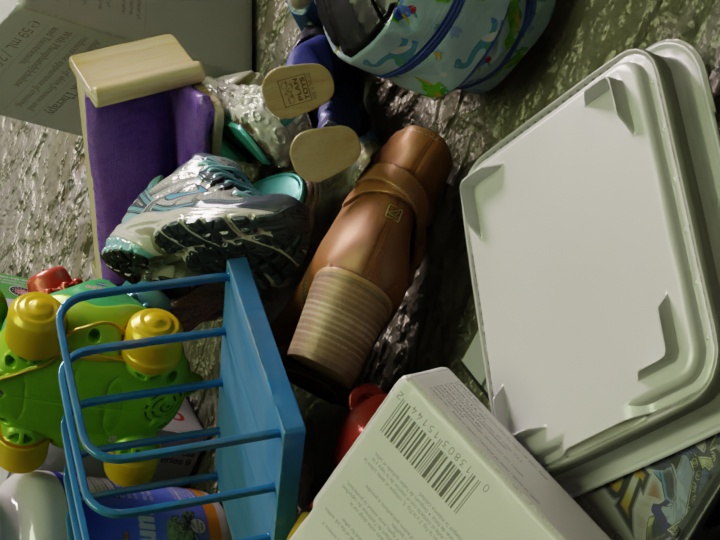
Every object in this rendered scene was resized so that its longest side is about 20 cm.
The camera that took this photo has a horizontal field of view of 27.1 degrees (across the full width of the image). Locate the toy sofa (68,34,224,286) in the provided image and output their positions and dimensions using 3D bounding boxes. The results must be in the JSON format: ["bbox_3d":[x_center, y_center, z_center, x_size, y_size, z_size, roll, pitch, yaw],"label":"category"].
[{"bbox_3d":[-0.152,-0.059,1.086,0.098,0.082,0.202,52,149,44],"label":"toy sofa"}]

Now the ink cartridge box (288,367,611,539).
[{"bbox_3d":[0.049,0.180,0.725,0.200,0.045,0.177,46,115,23],"label":"ink cartridge box"}]

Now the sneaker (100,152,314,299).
[{"bbox_3d":[-0.097,-0.041,0.966,0.199,0.077,0.087,-5,57,49],"label":"sneaker"}]

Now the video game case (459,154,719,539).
[{"bbox_3d":[0.140,0.029,0.743,0.182,0.025,0.200,-63,36,20],"label":"video game case"}]

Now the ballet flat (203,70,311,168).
[{"bbox_3d":[-0.081,-0.114,1.093,0.200,0.071,0.073,24,99,63],"label":"ballet flat"}]

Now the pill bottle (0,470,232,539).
[{"bbox_3d":[-0.197,0.199,1.033,0.112,0.198,0.114,-23,61,51],"label":"pill bottle"}]

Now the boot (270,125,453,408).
[{"bbox_3d":[0.000,0.000,0.927,0.156,0.073,0.200,-65,9,-13],"label":"boot"}]

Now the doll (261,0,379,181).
[{"bbox_3d":[-0.022,-0.123,0.949,0.048,0.138,0.200,-21,15,10],"label":"doll"}]

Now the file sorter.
[{"bbox_3d":[-0.114,0.119,0.897,0.140,0.121,0.202,-114,24,-43],"label":"file sorter"}]

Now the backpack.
[{"bbox_3d":[0.036,-0.197,0.888,0.163,0.153,0.201,-46,23,31],"label":"backpack"}]

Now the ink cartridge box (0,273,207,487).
[{"bbox_3d":[-0.224,0.094,1.157,0.085,0.145,0.200,-63,36,19],"label":"ink cartridge box"}]

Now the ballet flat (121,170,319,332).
[{"bbox_3d":[-0.087,-0.006,1.050,0.199,0.067,0.069,-28,48,33],"label":"ballet flat"}]

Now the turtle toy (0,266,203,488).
[{"bbox_3d":[-0.202,0.056,0.992,0.102,0.197,0.147,-94,17,-50],"label":"turtle toy"}]

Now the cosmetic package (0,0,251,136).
[{"bbox_3d":[-0.209,-0.217,1.189,0.167,0.198,0.169,-29,56,49],"label":"cosmetic package"}]

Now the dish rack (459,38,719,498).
[{"bbox_3d":[0.110,-0.002,0.737,0.171,0.043,0.202,-34,54,45],"label":"dish rack"}]

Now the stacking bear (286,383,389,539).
[{"bbox_3d":[0.003,0.166,0.832,0.114,0.120,0.202,88,-161,-78],"label":"stacking bear"}]
